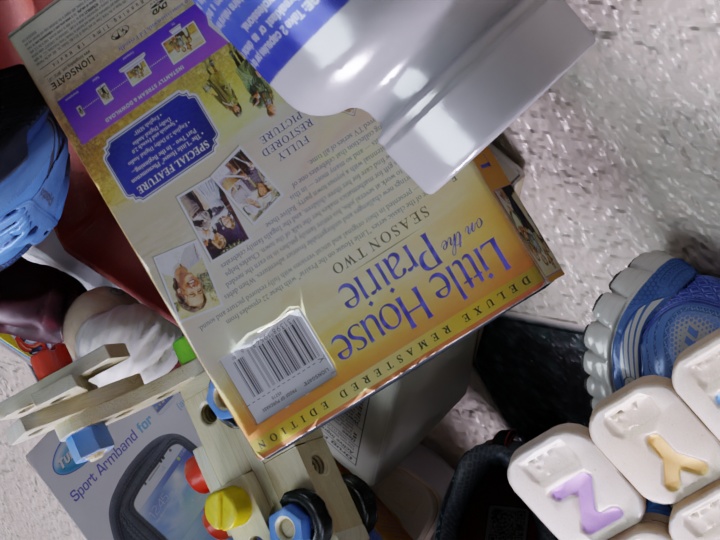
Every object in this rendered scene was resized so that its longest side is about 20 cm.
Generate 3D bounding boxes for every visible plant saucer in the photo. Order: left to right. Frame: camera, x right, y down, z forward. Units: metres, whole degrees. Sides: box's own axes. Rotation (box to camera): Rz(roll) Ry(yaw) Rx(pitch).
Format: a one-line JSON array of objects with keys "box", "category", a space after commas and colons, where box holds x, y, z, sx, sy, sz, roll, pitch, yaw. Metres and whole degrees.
[{"box": [-0.124, -0.087, 1.191, 0.200, 0.037, 0.201, 26, 137, 64], "category": "plant saucer"}]

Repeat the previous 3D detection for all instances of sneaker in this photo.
[{"box": [-0.150, -0.033, 1.109, 0.200, 0.066, 0.079, -99, -4, -77], "category": "sneaker"}, {"box": [0.054, 0.169, 1.183, 0.079, 0.201, 0.096, -3, 162, 9], "category": "sneaker"}, {"box": [0.145, 0.091, 1.044, 0.089, 0.078, 0.201, 17, 134, 40], "category": "sneaker"}]

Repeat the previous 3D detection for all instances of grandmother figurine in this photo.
[{"box": [-0.174, 0.005, 1.266, 0.199, 0.121, 0.061, 23, 107, 20], "category": "grandmother figurine"}]

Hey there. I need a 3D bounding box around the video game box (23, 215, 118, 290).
[{"box": [-0.214, -0.055, 1.371, 0.182, 0.047, 0.200, 18, 165, 49], "category": "video game box"}]

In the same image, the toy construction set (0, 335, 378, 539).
[{"box": [-0.065, 0.105, 1.167, 0.131, 0.092, 0.201, -31, 94, 36], "category": "toy construction set"}]

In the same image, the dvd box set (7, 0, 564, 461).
[{"box": [-0.031, -0.046, 1.042, 0.146, 0.029, 0.201, -33, 87, 23], "category": "dvd box set"}]

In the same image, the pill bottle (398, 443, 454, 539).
[{"box": [0.008, 0.181, 1.376, 0.112, 0.112, 0.200, 34, 153, 26], "category": "pill bottle"}]

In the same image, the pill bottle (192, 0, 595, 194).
[{"box": [-0.013, -0.127, 0.942, 0.200, 0.112, 0.112, 48, 156, -1], "category": "pill bottle"}]

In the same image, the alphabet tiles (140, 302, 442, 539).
[{"box": [-0.057, 0.099, 1.289, 0.200, 0.196, 0.015, 34, -172, 27], "category": "alphabet tiles"}]

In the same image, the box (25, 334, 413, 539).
[{"box": [-0.072, 0.104, 1.265, 0.200, 0.119, 0.041, 49, -167, 22], "category": "box"}]

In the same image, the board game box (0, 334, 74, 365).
[{"box": [-0.198, 0.021, 1.475, 0.199, 0.034, 0.134, 33, 173, 7], "category": "board game box"}]

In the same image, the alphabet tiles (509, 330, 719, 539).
[{"box": [0.157, 0.116, 0.998, 0.200, 0.015, 0.196, -33, 109, 29], "category": "alphabet tiles"}]

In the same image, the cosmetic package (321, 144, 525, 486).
[{"box": [0.000, 0.000, 1.160, 0.103, 0.073, 0.200, 40, 155, 15], "category": "cosmetic package"}]
